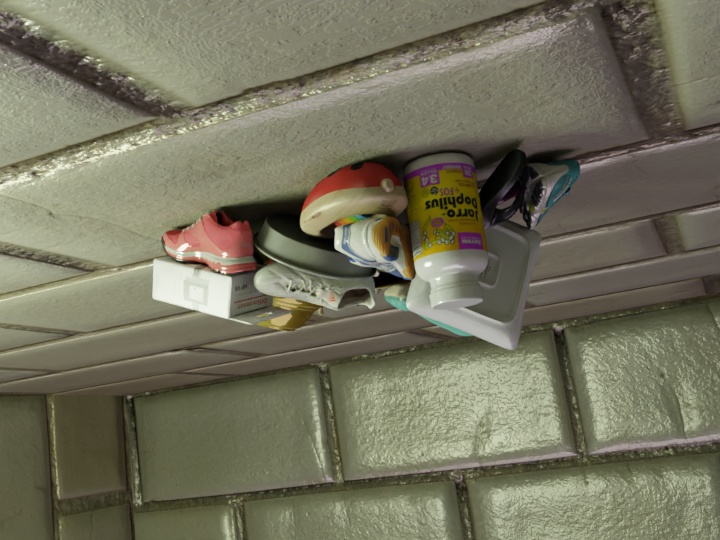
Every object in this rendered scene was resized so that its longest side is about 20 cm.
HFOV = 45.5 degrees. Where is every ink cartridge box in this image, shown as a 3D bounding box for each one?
[{"bbox_3d":[-0.212,0.023,1.337,0.198,0.068,0.115,12,-167,29],"label":"ink cartridge box"}]

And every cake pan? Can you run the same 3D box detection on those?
[{"bbox_3d":[-0.066,-0.040,1.307,0.197,0.037,0.201,15,-164,-4],"label":"cake pan"}]

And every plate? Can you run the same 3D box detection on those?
[{"bbox_3d":[0.184,-0.003,1.326,0.198,0.202,0.032,21,164,-15],"label":"plate"}]

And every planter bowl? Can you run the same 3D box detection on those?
[{"bbox_3d":[-0.146,0.053,1.474,0.197,0.085,0.200,15,-177,-1],"label":"planter bowl"}]

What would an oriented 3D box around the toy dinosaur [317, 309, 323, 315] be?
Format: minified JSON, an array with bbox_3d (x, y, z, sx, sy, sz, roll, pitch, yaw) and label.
[{"bbox_3d":[-0.144,0.008,1.640,0.199,0.059,0.101,34,179,-10],"label":"toy dinosaur"}]

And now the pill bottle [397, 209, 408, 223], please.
[{"bbox_3d":[0.111,-0.053,1.392,0.197,0.116,0.114,0,166,-29],"label":"pill bottle"}]

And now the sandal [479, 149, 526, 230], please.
[{"bbox_3d":[0.195,-0.094,1.231,0.047,0.076,0.201,20,135,-9],"label":"sandal"}]

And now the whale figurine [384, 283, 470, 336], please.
[{"bbox_3d":[0.140,0.058,1.417,0.197,0.106,0.159,-3,-175,-24],"label":"whale figurine"}]

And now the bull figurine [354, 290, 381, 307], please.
[{"bbox_3d":[-0.050,0.008,1.631,0.199,0.122,0.065,-4,143,-49],"label":"bull figurine"}]

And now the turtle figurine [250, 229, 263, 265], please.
[{"bbox_3d":[-0.161,-0.033,1.445,0.159,0.065,0.200,-5,168,-13],"label":"turtle figurine"}]

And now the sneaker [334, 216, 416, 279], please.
[{"bbox_3d":[0.026,-0.036,1.215,0.087,0.076,0.200,0,166,20],"label":"sneaker"}]

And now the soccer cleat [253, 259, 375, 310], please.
[{"bbox_3d":[-0.064,0.023,1.306,0.197,0.078,0.070,1,137,-28],"label":"soccer cleat"}]

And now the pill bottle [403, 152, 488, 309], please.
[{"bbox_3d":[0.120,-0.052,1.188,0.103,0.203,0.104,-7,169,-1],"label":"pill bottle"}]

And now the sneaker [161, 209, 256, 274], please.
[{"bbox_3d":[-0.228,-0.053,1.312,0.198,0.088,0.073,14,-166,39],"label":"sneaker"}]

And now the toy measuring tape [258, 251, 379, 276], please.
[{"bbox_3d":[-0.071,-0.004,1.390,0.197,0.075,0.074,12,163,-16],"label":"toy measuring tape"}]

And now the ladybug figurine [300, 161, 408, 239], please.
[{"bbox_3d":[-0.011,-0.099,1.202,0.134,0.073,0.199,0,167,-35],"label":"ladybug figurine"}]

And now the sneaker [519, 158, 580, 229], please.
[{"bbox_3d":[0.284,-0.117,1.309,0.079,0.079,0.200,-19,171,-5],"label":"sneaker"}]

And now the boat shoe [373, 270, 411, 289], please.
[{"bbox_3d":[0.000,0.000,1.439,0.197,0.069,0.072,-8,145,-7],"label":"boat shoe"}]
